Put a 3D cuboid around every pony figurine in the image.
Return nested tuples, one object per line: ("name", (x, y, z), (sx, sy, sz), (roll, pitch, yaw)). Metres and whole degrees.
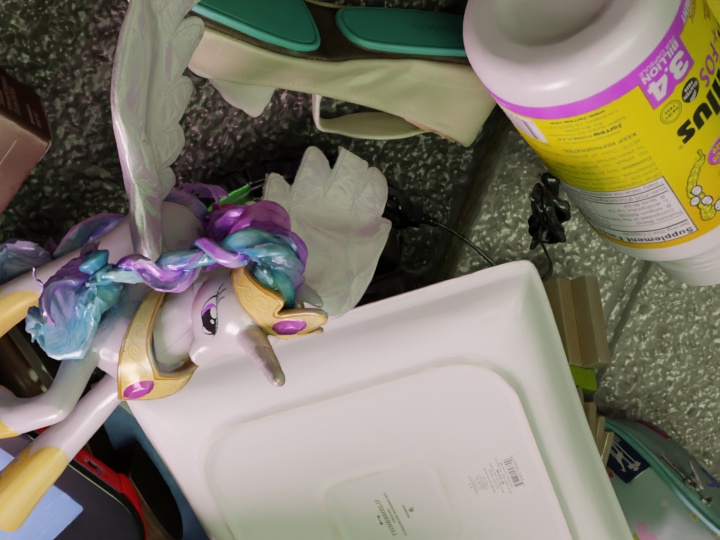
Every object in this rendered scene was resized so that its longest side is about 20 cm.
("pony figurine", (-0.080, -0.003, 0.700), (0.199, 0.194, 0.166), (-27, 128, 33))

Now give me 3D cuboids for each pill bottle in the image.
("pill bottle", (0.135, -0.074, 0.804), (0.104, 0.104, 0.200), (-41, 136, 4))

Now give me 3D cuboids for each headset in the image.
("headset", (0.000, 0.000, 0.793), (0.198, 0.094, 0.125), (-13, 77, -1))

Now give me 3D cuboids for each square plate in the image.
("square plate", (0.015, 0.104, 0.787), (0.196, 0.029, 0.201), (-16, 124, 11))

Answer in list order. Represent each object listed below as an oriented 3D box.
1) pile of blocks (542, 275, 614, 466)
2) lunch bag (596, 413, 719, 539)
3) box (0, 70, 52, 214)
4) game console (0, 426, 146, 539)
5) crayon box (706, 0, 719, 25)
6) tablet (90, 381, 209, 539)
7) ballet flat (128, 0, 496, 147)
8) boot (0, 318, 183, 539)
("pile of blocks", (0.073, 0.097, 0.851), (0.062, 0.082, 0.202), (10, 92, -47))
("lunch bag", (0.126, 0.184, 0.889), (0.077, 0.160, 0.201), (18, 112, -52))
("box", (-0.241, -0.079, 0.722), (0.199, 0.075, 0.100), (32, 101, -24))
("game console", (-0.216, 0.117, 0.770), (0.200, 0.031, 0.177), (40, 103, -21))
("crayon box", (0.213, -0.191, 0.817), (0.173, 0.058, 0.200), (-46, 117, 7))
("tablet", (-0.097, 0.164, 0.866), (0.200, 0.014, 0.130), (40, 100, -7))
("ballet flat", (-0.025, -0.096, 0.786), (0.198, 0.070, 0.070), (10, 109, -21))
("boot", (-0.214, 0.106, 0.819), (0.199, 0.064, 0.187), (-28, 101, 9))
